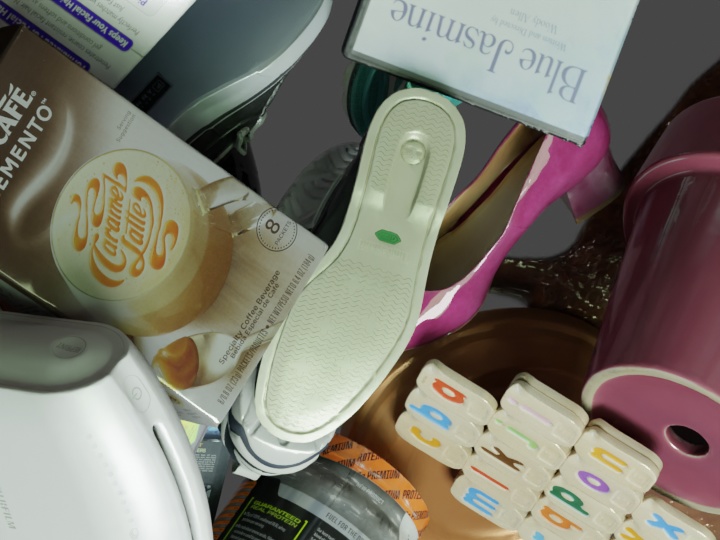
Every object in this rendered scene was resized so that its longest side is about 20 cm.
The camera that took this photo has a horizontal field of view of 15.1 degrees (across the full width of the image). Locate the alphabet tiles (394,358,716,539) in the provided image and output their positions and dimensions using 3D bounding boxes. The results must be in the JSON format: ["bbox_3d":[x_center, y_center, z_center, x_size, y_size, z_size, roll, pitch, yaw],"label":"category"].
[{"bbox_3d":[0.113,0.122,1.593,0.195,0.015,0.200,31,157,4],"label":"alphabet tiles"}]

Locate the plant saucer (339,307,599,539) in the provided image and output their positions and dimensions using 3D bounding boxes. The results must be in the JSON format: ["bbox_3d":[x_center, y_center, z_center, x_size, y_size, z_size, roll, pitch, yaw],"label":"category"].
[{"bbox_3d":[0.085,0.114,1.703,0.198,0.038,0.201,-7,126,-10],"label":"plant saucer"}]

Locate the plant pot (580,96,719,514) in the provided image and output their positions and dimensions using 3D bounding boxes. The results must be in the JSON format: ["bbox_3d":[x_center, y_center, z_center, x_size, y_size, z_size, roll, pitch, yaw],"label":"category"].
[{"bbox_3d":[0.220,0.031,1.541,0.199,0.179,0.201,24,148,16],"label":"plant pot"}]

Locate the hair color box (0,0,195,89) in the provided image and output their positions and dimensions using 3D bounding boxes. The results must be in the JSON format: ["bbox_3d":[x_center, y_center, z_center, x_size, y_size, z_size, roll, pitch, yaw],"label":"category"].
[{"bbox_3d":[-0.150,-0.162,1.428,0.109,0.065,0.200,35,108,-30],"label":"hair color box"}]

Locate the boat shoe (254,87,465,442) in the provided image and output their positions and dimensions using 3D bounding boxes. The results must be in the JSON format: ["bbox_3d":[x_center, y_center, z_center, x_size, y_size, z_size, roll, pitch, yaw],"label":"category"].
[{"bbox_3d":[0.000,0.000,1.462,0.071,0.068,0.201,25,85,-8],"label":"boat shoe"}]

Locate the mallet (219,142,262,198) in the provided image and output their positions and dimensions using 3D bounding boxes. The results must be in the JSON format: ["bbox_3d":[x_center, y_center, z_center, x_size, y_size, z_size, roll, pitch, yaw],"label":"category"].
[{"bbox_3d":[-0.148,-0.016,1.529,0.199,0.066,0.041,-22,150,3],"label":"mallet"}]

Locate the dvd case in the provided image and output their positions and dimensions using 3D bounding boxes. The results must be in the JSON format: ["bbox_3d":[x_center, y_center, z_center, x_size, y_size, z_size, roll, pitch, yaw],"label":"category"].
[{"bbox_3d":[0.088,-0.184,1.441,0.142,0.018,0.201,20,101,-2],"label":"dvd case"}]

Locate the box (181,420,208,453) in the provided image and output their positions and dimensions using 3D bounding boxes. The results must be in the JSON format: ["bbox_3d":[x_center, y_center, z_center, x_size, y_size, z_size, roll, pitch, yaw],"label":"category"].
[{"bbox_3d":[-0.147,0.126,1.537,0.035,0.110,0.201,17,114,-24],"label":"box"}]

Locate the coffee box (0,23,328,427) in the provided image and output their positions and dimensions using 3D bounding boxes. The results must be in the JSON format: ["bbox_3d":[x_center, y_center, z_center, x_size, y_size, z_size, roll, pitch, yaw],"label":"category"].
[{"bbox_3d":[-0.133,-0.022,1.393,0.199,0.080,0.115,35,79,-19],"label":"coffee box"}]

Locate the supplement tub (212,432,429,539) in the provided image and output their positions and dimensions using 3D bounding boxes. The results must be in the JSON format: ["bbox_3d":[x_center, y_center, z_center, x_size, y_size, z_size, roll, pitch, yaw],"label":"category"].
[{"bbox_3d":[-0.050,0.201,1.617,0.200,0.122,0.123,-54,130,-22],"label":"supplement tub"}]

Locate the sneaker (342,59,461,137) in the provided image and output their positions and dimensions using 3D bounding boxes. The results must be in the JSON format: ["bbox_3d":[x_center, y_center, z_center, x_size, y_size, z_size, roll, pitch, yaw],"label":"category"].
[{"bbox_3d":[0.071,-0.137,1.496,0.200,0.080,0.077,-39,125,14],"label":"sneaker"}]

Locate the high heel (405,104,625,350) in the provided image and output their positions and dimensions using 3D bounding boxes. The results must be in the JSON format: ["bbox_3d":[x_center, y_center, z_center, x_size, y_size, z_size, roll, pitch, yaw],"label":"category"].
[{"bbox_3d":[0.060,-0.034,1.572,0.200,0.067,0.096,-38,137,-6],"label":"high heel"}]

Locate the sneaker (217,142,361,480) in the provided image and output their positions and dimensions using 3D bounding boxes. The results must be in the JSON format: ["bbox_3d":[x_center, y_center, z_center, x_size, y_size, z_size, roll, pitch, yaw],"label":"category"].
[{"bbox_3d":[-0.035,0.032,1.550,0.079,0.201,0.130,15,157,-12],"label":"sneaker"}]

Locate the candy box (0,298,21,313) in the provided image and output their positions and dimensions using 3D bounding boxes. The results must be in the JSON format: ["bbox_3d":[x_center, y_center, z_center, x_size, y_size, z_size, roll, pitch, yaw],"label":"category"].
[{"bbox_3d":[-0.236,0.073,1.501,0.199,0.055,0.116,-23,102,33],"label":"candy box"}]

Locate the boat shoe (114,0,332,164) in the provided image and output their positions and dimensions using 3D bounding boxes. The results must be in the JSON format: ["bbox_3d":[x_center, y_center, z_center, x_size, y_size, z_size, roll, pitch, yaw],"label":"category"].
[{"bbox_3d":[-0.088,-0.087,1.487,0.199,0.074,0.068,-47,148,-5],"label":"boat shoe"}]

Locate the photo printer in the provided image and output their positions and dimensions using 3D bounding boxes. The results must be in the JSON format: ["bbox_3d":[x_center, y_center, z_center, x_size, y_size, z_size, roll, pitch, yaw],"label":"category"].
[{"bbox_3d":[-0.170,0.099,1.382,0.199,0.070,0.167,7,128,31],"label":"photo printer"}]

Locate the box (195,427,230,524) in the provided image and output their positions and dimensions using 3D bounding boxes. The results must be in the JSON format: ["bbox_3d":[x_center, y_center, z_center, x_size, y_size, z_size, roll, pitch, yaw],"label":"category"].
[{"bbox_3d":[-0.176,0.098,1.610,0.198,0.051,0.159,4,121,-18],"label":"box"}]
